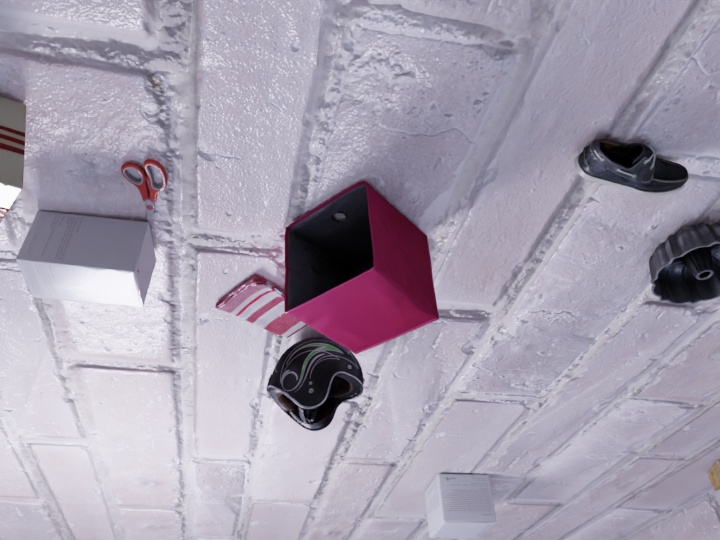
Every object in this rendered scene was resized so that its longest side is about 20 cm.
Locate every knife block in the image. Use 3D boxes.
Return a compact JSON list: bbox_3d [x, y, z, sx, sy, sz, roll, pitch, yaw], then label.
[{"bbox_3d":[1.337,0.702,2.234,0.174,0.064,0.201,-6,142,6],"label":"knife block"}]

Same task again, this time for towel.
[{"bbox_3d":[-0.195,0.086,1.391,0.199,0.023,0.144,30,133,-35],"label":"towel"}]

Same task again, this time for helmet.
[{"bbox_3d":[-0.097,0.250,1.471,0.199,0.191,0.200,32,152,20],"label":"helmet"}]

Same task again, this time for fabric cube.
[{"bbox_3d":[0.000,0.000,1.149,0.196,0.201,0.199,-28,138,28],"label":"fabric cube"}]

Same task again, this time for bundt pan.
[{"bbox_3d":[0.665,-0.020,1.257,0.200,0.076,0.202,-2,143,-1],"label":"bundt pan"}]

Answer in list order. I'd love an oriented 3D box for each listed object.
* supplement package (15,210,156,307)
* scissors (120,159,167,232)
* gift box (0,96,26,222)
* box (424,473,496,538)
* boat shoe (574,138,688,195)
[{"bbox_3d":[-0.488,-0.019,1.156,0.199,0.117,0.118,6,141,-5],"label":"supplement package"},{"bbox_3d":[-0.364,-0.119,1.123,0.073,0.014,0.201,-1,142,-2],"label":"scissors"},{"bbox_3d":[-0.608,-0.171,0.915,0.186,0.201,0.184,13,139,-44],"label":"gift box"},{"bbox_3d":[0.351,0.840,2.269,0.199,0.172,0.200,4,142,-9],"label":"box"},{"bbox_3d":[0.459,-0.173,1.053,0.199,0.072,0.068,9,145,-11],"label":"boat shoe"}]
